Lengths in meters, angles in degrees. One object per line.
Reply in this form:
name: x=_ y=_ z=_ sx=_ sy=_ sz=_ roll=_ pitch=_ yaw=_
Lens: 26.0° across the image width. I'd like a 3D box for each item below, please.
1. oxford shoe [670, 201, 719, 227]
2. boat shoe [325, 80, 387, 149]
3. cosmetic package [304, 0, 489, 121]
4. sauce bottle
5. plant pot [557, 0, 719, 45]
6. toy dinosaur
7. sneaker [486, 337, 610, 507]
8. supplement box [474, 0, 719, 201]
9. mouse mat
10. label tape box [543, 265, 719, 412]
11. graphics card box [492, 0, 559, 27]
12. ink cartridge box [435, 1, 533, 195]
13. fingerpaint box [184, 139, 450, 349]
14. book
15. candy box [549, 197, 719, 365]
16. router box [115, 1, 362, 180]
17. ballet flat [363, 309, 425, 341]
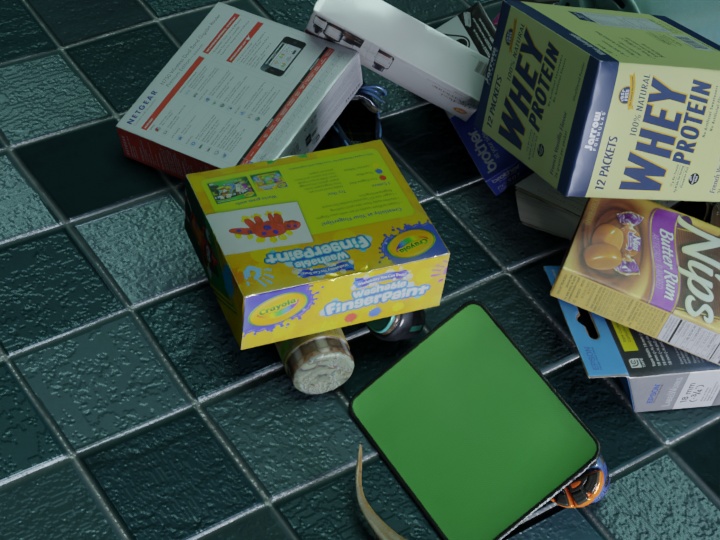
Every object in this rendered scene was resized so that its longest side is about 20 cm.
oxford shoe: x=0.365 y=-0.053 z=1.650 sx=0.073 sy=0.085 sz=0.200 roll=36 pitch=47 yaw=23
boat shoe: x=-0.001 y=-0.165 z=1.680 sx=0.084 sy=0.069 sz=0.200 roll=-5 pitch=48 yaw=-18
cosmetic package: x=0.042 y=-0.230 z=1.633 sx=0.199 sy=0.083 sz=0.051 roll=28 pitch=80 yaw=-3
sauce bottle: x=-0.065 y=0.026 z=1.484 sx=0.064 sy=0.065 sz=0.200 roll=-7 pitch=46 yaw=-20
plant pot: x=0.334 y=-0.268 z=1.754 sx=0.195 sy=0.201 sz=0.200 roll=-15 pitch=51 yaw=-34
toy dinosaur: x=0.039 y=0.243 z=1.314 sx=0.200 sy=0.061 sz=0.106 roll=38 pitch=25 yaw=15
sneaker: x=0.157 y=0.139 z=1.421 sx=0.075 sy=0.078 sz=0.200 roll=-40 pitch=59 yaw=12
supplement box: x=0.252 y=-0.167 z=1.532 sx=0.199 sy=0.135 sz=0.200 roll=1 pitch=24 yaw=-25
mouse mat: x=0.098 y=0.139 z=1.389 sx=0.161 sy=0.008 sz=0.200 roll=-39 pitch=58 yaw=1
label tape box: x=0.283 y=0.062 z=1.530 sx=0.199 sy=0.063 sz=0.145 roll=-3 pitch=48 yaw=-16
graphics card box: x=0.202 y=-0.249 z=1.826 sx=0.125 sy=0.051 sz=0.200 roll=28 pitch=46 yaw=14
ink cartridge box: x=0.138 y=-0.189 z=1.703 sx=0.094 sy=0.044 sz=0.200 roll=-32 pitch=62 yaw=9
fingerpaint box: x=-0.044 y=-0.027 z=1.442 sx=0.199 sy=0.074 sz=0.167 roll=-13 pitch=48 yaw=-21
book: x=0.281 y=-0.096 z=1.641 sx=0.200 sy=0.048 sz=0.133 roll=-32 pitch=36 yaw=-26
candy box: x=0.295 y=0.004 z=1.491 sx=0.199 sy=0.057 sz=0.117 roll=23 pitch=58 yaw=5
router box: x=-0.123 y=-0.174 z=1.622 sx=0.179 sy=0.049 sz=0.200 roll=23 pitch=60 yaw=21
ballet flat: x=0.000 y=0.000 z=1.530 sx=0.073 sy=0.073 sz=0.200 roll=-17 pitch=46 yaw=-27
